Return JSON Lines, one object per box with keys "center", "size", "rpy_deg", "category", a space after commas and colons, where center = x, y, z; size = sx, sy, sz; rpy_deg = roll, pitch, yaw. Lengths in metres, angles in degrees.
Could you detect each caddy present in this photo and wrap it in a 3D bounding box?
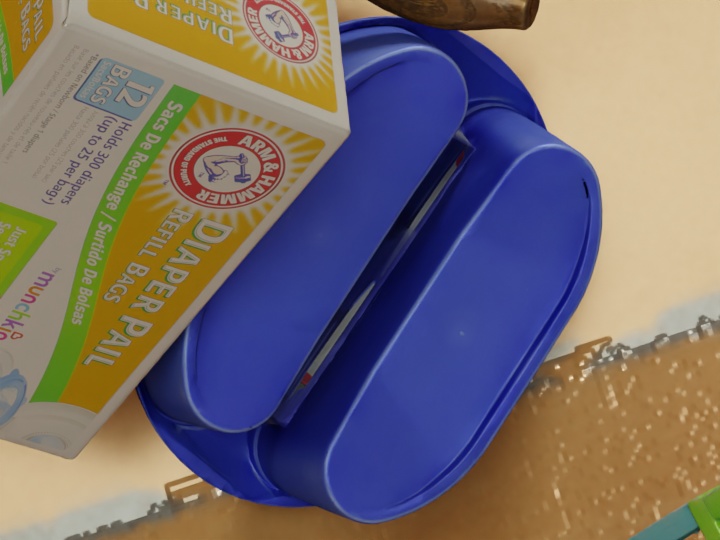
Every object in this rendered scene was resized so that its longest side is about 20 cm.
{"center": [0.000, 0.000, 0.980], "size": [0.141, 0.105, 0.201], "rpy_deg": [35, 87, -18], "category": "caddy"}

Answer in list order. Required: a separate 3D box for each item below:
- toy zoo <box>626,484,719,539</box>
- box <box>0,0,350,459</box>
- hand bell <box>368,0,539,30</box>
{"center": [0.127, 0.154, 0.921], "size": [0.020, 0.200, 0.132], "rpy_deg": [-22, 77, -32], "category": "toy zoo"}
{"center": [-0.102, -0.040, 0.898], "size": [0.112, 0.200, 0.102], "rpy_deg": [18, 43, -27], "category": "box"}
{"center": [-0.027, -0.122, 0.964], "size": [0.199, 0.104, 0.105], "rpy_deg": [19, 86, 22], "category": "hand bell"}
